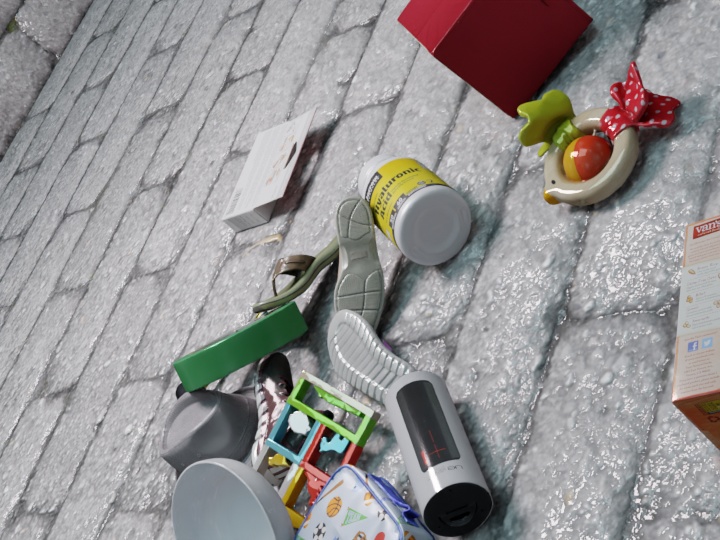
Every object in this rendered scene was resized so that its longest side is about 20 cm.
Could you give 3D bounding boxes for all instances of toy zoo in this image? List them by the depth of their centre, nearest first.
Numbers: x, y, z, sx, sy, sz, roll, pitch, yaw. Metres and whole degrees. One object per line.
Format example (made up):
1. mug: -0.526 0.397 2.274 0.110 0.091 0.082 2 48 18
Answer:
1. toy zoo: -0.070 0.244 1.528 0.130 0.020 0.202 24 85 36

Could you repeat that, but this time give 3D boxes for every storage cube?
1. storage cube: 0.190 -0.358 1.722 0.180 0.199 0.171 -51 31 12

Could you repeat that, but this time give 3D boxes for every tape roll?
1. tape roll: -0.173 0.109 1.735 0.199 0.049 0.200 -27 1 1

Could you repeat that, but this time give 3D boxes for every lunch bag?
1. lunch bag: 0.005 0.316 1.347 0.161 0.075 0.200 -57 31 3

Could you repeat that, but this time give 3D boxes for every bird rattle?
1. bird rattle: 0.297 -0.156 1.495 0.198 0.112 0.165 -3 65 35

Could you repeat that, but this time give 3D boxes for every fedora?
1. fedora: -0.219 0.229 1.730 0.199 0.090 0.178 -26 39 35

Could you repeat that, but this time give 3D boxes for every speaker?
1. speaker: 0.086 0.206 1.367 0.081 0.081 0.201 -41 32 15

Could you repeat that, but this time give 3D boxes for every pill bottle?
1. pill bottle: 0.067 -0.094 1.679 0.112 0.111 0.200 -48 30 3

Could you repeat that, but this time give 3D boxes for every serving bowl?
1. serving bowl: -0.146 0.324 1.489 0.199 0.203 0.065 -15 1 44

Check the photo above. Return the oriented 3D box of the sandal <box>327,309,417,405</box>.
1. sandal: 0.020 0.124 1.575 0.203 0.049 0.083 44 109 46

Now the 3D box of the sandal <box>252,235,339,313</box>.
1. sandal: -0.093 -0.004 1.794 0.201 0.058 0.080 -45 10 -26

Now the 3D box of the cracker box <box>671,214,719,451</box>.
1. cracker box: 0.351 0.065 1.114 0.057 0.134 0.202 -20 43 39

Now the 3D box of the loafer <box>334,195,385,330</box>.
1. loafer: 0.000 0.000 1.669 0.071 0.063 0.203 -3 86 7

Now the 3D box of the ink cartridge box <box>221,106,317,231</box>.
1. ink cartridge box: -0.147 -0.176 2.109 0.175 0.045 0.202 -15 46 45

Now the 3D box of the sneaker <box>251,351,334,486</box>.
1. sneaker: -0.083 0.188 1.628 0.115 0.076 0.202 -23 49 28

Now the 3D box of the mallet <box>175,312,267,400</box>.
1. mallet: -0.216 0.138 1.884 0.201 0.041 0.066 -53 28 -12
